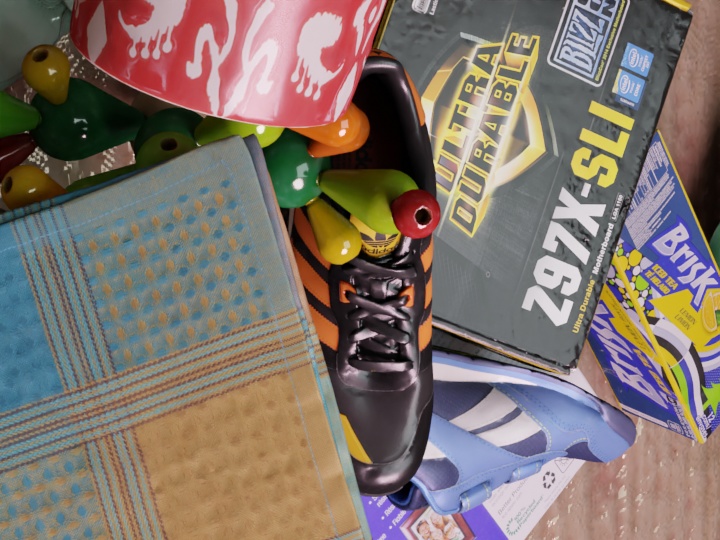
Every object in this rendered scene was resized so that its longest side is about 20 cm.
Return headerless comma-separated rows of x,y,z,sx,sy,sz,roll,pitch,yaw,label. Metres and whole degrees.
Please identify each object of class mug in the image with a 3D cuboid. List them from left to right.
-0.040,-0.173,0.686,0.133,0.177,0.201,-3,119,-42,mug

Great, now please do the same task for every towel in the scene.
-0.079,0.066,0.694,0.146,0.022,0.201,-17,89,2,towel

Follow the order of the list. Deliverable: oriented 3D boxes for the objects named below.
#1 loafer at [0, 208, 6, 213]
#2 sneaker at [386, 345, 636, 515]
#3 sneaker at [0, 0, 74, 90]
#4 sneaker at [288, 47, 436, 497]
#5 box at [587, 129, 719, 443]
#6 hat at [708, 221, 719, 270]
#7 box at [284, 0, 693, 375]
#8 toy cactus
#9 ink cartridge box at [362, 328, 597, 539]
-0.134,0.027,0.830,0.200,0.070,0.075,35,80,-43,loafer
0.050,0.082,0.956,0.199,0.074,0.083,12,89,-29,sneaker
-0.099,-0.141,0.771,0.201,0.118,0.074,-53,133,-13,sneaker
0.000,0.000,0.842,0.070,0.090,0.201,-1,84,-7,sneaker
0.159,0.005,1.086,0.064,0.070,0.200,-45,129,-20,box
0.262,-0.114,1.175,0.165,0.177,0.200,8,136,-45,hat
0.062,-0.067,0.944,0.159,0.049,0.201,22,85,-23,box
-0.072,-0.044,0.789,0.199,0.165,0.103,1,104,-5,toy cactus
0.028,0.085,1.011,0.198,0.043,0.200,-48,126,-19,ink cartridge box
